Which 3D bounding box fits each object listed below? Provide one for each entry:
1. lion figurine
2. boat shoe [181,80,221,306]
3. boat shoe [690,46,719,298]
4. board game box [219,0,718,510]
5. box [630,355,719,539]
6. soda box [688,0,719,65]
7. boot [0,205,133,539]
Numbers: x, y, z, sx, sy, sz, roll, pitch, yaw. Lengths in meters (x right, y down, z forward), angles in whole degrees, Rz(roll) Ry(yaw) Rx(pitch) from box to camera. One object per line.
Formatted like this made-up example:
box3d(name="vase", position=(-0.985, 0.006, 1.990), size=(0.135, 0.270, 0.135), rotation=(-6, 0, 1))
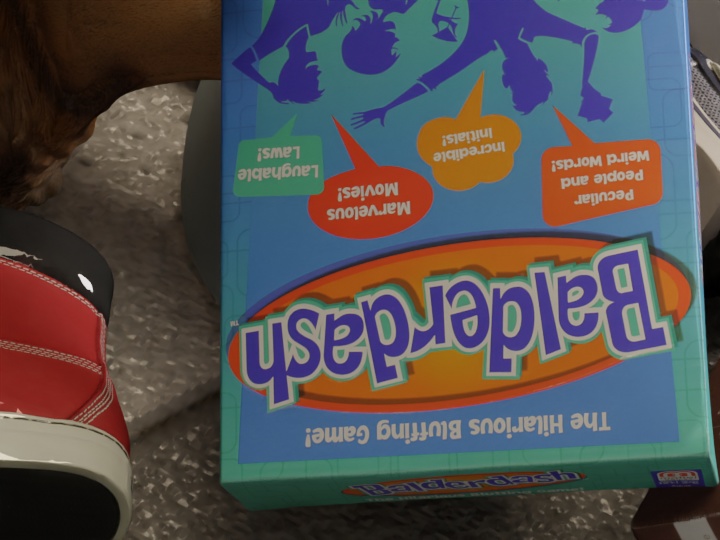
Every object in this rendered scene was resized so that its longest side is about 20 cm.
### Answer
box3d(name="lion figurine", position=(-0.066, -0.090, 0.871), size=(0.200, 0.072, 0.123), rotation=(-10, 65, 25))
box3d(name="boat shoe", position=(0.000, 0.000, 0.887), size=(0.091, 0.071, 0.200), rotation=(8, 39, -30))
box3d(name="boat shoe", position=(0.127, -0.055, 0.992), size=(0.093, 0.075, 0.200), rotation=(12, 35, -35))
box3d(name="board game box", position=(0.032, -0.029, 0.781), size=(0.152, 0.045, 0.201), rotation=(-5, 73, 10))
box3d(name="box", position=(0.172, 0.059, 0.836), size=(0.100, 0.075, 0.200), rotation=(59, 41, -20))
box3d(name="soda box", position=(0.201, -0.079, 1.031), size=(0.063, 0.068, 0.200), rotation=(-4, 46, -23))
box3d(name="boot", position=(-0.176, 0.023, 0.797), size=(0.199, 0.073, 0.144), rotation=(9, 39, -18))
